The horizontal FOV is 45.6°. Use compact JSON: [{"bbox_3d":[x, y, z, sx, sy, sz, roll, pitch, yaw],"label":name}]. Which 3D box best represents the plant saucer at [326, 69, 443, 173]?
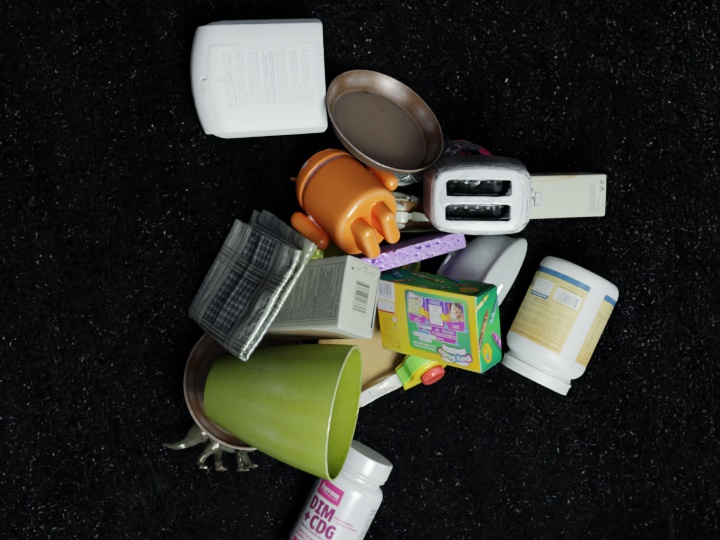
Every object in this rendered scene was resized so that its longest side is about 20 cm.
[{"bbox_3d":[0.033,-0.221,1.306,0.197,0.035,0.203,15,51,-20],"label":"plant saucer"}]

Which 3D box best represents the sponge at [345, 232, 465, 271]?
[{"bbox_3d":[0.054,-0.025,1.339,0.197,0.111,0.030,-14,96,-18],"label":"sponge"}]

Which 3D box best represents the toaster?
[{"bbox_3d":[0.169,-0.114,1.288,0.196,0.129,0.116,2,100,1],"label":"toaster"}]

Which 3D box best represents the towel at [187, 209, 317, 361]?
[{"bbox_3d":[-0.165,0.011,1.250,0.034,0.192,0.202,34,87,-38],"label":"towel"}]

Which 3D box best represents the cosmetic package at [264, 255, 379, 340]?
[{"bbox_3d":[-0.071,0.044,1.238,0.071,0.198,0.107,22,72,-43],"label":"cosmetic package"}]

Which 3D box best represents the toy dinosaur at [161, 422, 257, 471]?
[{"bbox_3d":[-0.210,0.260,1.344,0.196,0.077,0.104,2,71,-10],"label":"toy dinosaur"}]

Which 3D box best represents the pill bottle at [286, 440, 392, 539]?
[{"bbox_3d":[-0.033,0.386,1.396,0.112,0.113,0.202,27,89,-21],"label":"pill bottle"}]

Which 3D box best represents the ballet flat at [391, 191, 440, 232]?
[{"bbox_3d":[0.080,-0.092,1.381,0.197,0.062,0.069,-3,100,-18],"label":"ballet flat"}]

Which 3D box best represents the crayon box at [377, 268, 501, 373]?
[{"bbox_3d":[0.116,0.073,1.305,0.058,0.198,0.121,-24,115,-43],"label":"crayon box"}]

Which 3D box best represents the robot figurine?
[{"bbox_3d":[-0.024,-0.104,1.286,0.116,0.200,0.145,7,122,-47],"label":"robot figurine"}]

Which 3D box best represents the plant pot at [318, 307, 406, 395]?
[{"bbox_3d":[0.022,0.107,1.406,0.197,0.027,0.204,-5,107,-17],"label":"plant pot"}]

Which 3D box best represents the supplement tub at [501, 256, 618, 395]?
[{"bbox_3d":[0.336,0.093,1.457,0.143,0.144,0.202,26,90,-21],"label":"supplement tub"}]

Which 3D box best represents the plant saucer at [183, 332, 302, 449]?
[{"bbox_3d":[-0.171,0.173,1.311,0.197,0.035,0.204,4,72,-11],"label":"plant saucer"}]

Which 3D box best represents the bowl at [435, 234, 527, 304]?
[{"bbox_3d":[0.181,0.014,1.396,0.090,0.201,0.202,34,86,20],"label":"bowl"}]

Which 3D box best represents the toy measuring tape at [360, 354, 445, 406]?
[{"bbox_3d":[0.072,0.163,1.383,0.198,0.074,0.075,-25,106,-10],"label":"toy measuring tape"}]

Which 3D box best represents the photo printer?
[{"bbox_3d":[-0.151,-0.283,1.265,0.197,0.069,0.169,-7,102,-17],"label":"photo printer"}]

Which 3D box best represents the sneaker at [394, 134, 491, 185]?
[{"bbox_3d":[0.116,-0.180,1.373,0.197,0.075,0.082,-8,102,-17],"label":"sneaker"}]

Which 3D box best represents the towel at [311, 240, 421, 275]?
[{"bbox_3d":[0.000,0.000,1.393,0.197,0.018,0.087,14,93,-20],"label":"towel"}]

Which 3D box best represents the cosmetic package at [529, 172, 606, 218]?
[{"bbox_3d":[0.299,-0.127,1.431,0.197,0.105,0.072,-3,99,-20],"label":"cosmetic package"}]

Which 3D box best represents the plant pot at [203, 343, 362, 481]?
[{"bbox_3d":[-0.114,0.182,1.215,0.197,0.187,0.191,10,97,12],"label":"plant pot"}]
